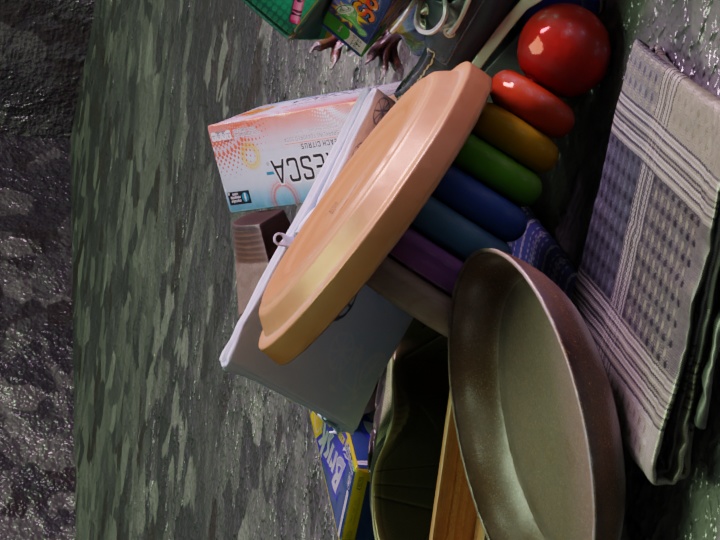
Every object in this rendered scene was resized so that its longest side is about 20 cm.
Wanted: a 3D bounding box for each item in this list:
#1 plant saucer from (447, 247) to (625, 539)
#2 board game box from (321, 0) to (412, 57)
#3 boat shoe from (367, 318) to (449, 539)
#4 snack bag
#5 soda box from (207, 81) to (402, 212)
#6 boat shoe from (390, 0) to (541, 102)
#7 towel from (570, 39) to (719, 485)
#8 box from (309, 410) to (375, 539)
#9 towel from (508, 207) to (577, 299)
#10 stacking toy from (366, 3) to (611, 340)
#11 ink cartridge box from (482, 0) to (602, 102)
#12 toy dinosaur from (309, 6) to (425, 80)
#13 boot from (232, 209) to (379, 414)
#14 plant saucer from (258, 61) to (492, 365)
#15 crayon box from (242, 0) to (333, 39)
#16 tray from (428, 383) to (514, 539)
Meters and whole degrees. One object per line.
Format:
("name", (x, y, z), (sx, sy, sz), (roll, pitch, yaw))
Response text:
("plant saucer", (0.096, 0.085, 1.306), (0.200, 0.032, 0.201), (171, 90, -73))
("board game box", (0.062, -0.231, 1.469), (0.200, 0.034, 0.135), (-49, -4, -26))
("boat shoe", (0.041, 0.122, 1.630), (0.066, 0.071, 0.202), (105, 170, -57))
("snack bag", (0.000, 0.000, 1.547), (0.201, 0.021, 0.188), (-61, -30, -3))
("soda box", (-0.012, -0.087, 1.693), (0.199, 0.063, 0.069), (-5, 104, 45))
("boat shoe", (0.066, -0.160, 1.422), (0.200, 0.062, 0.075), (-49, 13, 49))
("towel", (0.157, -0.006, 1.261), (0.200, 0.034, 0.194), (-116, 36, -70))
("box", (0.006, 0.114, 1.785), (0.200, 0.064, 0.070), (-107, 25, -57))
("towel", (0.103, 0.047, 1.489), (0.200, 0.024, 0.146), (-119, 37, -64))
("stacking toy", (0.081, -0.062, 1.409), (0.201, 0.085, 0.085), (-57, 16, 3))
("ink cartridge box", (0.102, -0.177, 1.524), (0.200, 0.039, 0.100), (137, 137, -70))
("toy dinosaur", (0.035, -0.193, 1.730), (0.181, 0.105, 0.201), (-32, 41, 52))
("boot", (-0.017, 0.031, 1.691), (0.200, 0.070, 0.147), (7, 120, 57))
("plant saucer", (0.002, -0.036, 1.376), (0.201, 0.032, 0.200), (-53, 6, 8))
("crayon box", (0.008, -0.236, 1.505), (0.200, 0.058, 0.119), (-52, -5, 11))
("tray", (0.078, 0.114, 1.446), (0.099, 0.037, 0.201), (-156, 72, -73))
